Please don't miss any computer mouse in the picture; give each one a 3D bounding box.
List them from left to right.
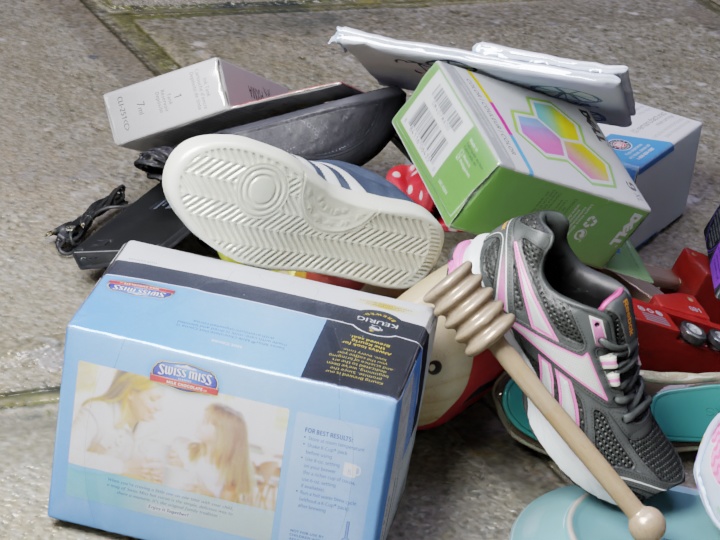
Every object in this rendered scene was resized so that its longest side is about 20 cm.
[{"bbox_3d":[-0.059,-0.084,1.628,0.198,0.053,0.138,-15,3,-1],"label":"computer mouse"}]

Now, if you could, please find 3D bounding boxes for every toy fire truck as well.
[{"bbox_3d":[0.201,0.026,1.587,0.199,0.049,0.141,16,27,-30],"label":"toy fire truck"}]

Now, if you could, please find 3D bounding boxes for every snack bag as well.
[{"bbox_3d":[0.090,-0.135,1.562,0.198,0.022,0.189,10,-2,10],"label":"snack bag"}]

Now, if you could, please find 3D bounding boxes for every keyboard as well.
[{"bbox_3d":[-0.152,-0.044,1.674,0.126,0.021,0.200,-2,21,26],"label":"keyboard"}]

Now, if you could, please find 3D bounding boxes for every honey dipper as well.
[{"bbox_3d":[0.112,0.083,1.343,0.200,0.038,0.038,51,33,1],"label":"honey dipper"}]

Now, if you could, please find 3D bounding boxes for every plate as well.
[{"bbox_3d":[0.188,0.171,1.366,0.198,0.026,0.200,8,25,-4],"label":"plate"}]

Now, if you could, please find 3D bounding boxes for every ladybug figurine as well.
[{"bbox_3d":[0.057,0.049,1.473,0.072,0.136,0.200,48,28,10],"label":"ladybug figurine"}]

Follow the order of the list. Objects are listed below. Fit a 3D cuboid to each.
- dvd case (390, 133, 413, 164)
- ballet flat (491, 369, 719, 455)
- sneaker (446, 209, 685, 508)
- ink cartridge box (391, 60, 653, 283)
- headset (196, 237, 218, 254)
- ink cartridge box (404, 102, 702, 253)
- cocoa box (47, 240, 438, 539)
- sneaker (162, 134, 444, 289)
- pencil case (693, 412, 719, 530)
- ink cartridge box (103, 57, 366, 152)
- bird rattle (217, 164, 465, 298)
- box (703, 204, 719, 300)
[{"bbox_3d":[0.106,-0.049,1.682,0.200,0.025,0.150,36,-5,38],"label":"dvd case"},{"bbox_3d":[0.175,0.095,1.499,0.198,0.068,0.062,6,-4,-13],"label":"ballet flat"},{"bbox_3d":[0.137,0.052,1.377,0.200,0.086,0.080,52,36,-4],"label":"sneaker"},{"bbox_3d":[0.125,-0.064,1.510,0.199,0.059,0.104,14,36,-39],"label":"ink cartridge box"},{"bbox_3d":[-0.029,-0.049,1.677,0.199,0.095,0.123,7,23,25],"label":"headset"},{"bbox_3d":[0.154,-0.094,1.837,0.199,0.084,0.145,20,27,23],"label":"ink cartridge box"},{"bbox_3d":[-0.069,0.083,1.341,0.198,0.134,0.131,12,25,7],"label":"cocoa box"},{"bbox_3d":[-0.046,-0.043,1.420,0.199,0.075,0.085,21,13,-34],"label":"sneaker"},{"bbox_3d":[0.301,0.125,1.390,0.199,0.084,0.090,4,3,-33],"label":"pencil case"},{"bbox_3d":[-0.078,-0.127,1.715,0.175,0.045,0.200,-16,-5,12],"label":"ink cartridge box"},{"bbox_3d":[0.000,0.000,1.541,0.199,0.113,0.164,-9,43,30],"label":"bird rattle"},{"bbox_3d":[0.361,-0.006,1.635,0.199,0.107,0.122,25,25,-8],"label":"box"}]
